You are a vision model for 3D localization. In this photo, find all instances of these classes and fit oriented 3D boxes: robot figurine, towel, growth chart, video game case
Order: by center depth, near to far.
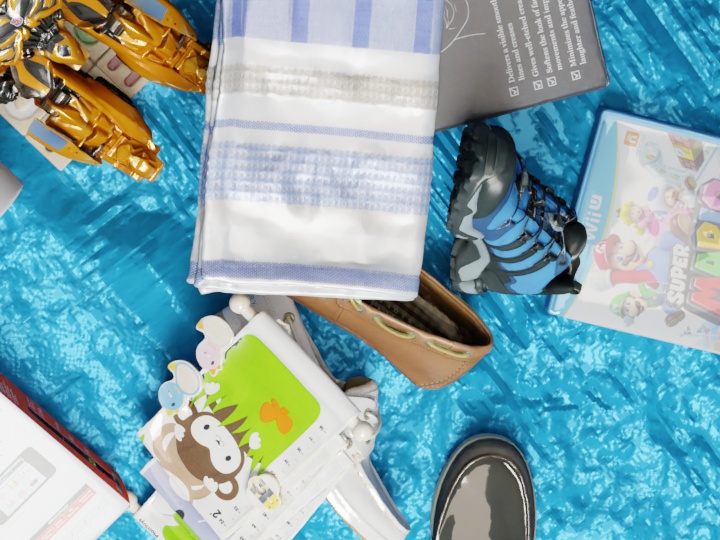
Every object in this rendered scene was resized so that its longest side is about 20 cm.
[{"bbox_3d":[-0.026,-0.080,1.600,0.146,0.024,0.201,4,100,-8],"label":"towel"},{"bbox_3d":[-0.181,-0.140,1.622,0.200,0.058,0.145,31,100,-42],"label":"robot figurine"},{"bbox_3d":[-0.080,0.121,1.699,0.145,0.018,0.200,38,119,9],"label":"growth chart"},{"bbox_3d":[0.237,-0.018,1.751,0.199,0.018,0.144,13,100,-8],"label":"video game case"}]

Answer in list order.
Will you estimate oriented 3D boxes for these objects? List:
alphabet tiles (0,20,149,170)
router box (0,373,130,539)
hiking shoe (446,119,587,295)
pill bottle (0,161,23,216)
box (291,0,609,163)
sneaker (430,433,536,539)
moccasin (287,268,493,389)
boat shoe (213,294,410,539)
[{"bbox_3d":[-0.231,-0.168,1.678,0.200,0.008,0.167,44,93,-11],"label":"alphabet tiles"},{"bbox_3d":[-0.282,0.158,1.693,0.200,0.049,0.179,-44,116,3],"label":"router box"},{"bbox_3d":[0.102,-0.039,1.647,0.086,0.200,0.075,8,73,7],"label":"hiking shoe"},{"bbox_3d":[-0.315,-0.087,1.631,0.200,0.113,0.113,44,94,-11],"label":"pill bottle"},{"bbox_3d":[0.040,-0.169,1.655,0.199,0.107,0.149,-14,103,-4],"label":"box"},{"bbox_3d":[0.085,0.215,1.735,0.075,0.106,0.201,5,100,-7],"label":"sneaker"},{"bbox_3d":[-0.001,0.001,1.690,0.201,0.074,0.078,41,138,-11],"label":"moccasin"},{"bbox_3d":[-0.016,0.096,1.719,0.069,0.071,0.200,-34,101,2],"label":"boat shoe"}]
